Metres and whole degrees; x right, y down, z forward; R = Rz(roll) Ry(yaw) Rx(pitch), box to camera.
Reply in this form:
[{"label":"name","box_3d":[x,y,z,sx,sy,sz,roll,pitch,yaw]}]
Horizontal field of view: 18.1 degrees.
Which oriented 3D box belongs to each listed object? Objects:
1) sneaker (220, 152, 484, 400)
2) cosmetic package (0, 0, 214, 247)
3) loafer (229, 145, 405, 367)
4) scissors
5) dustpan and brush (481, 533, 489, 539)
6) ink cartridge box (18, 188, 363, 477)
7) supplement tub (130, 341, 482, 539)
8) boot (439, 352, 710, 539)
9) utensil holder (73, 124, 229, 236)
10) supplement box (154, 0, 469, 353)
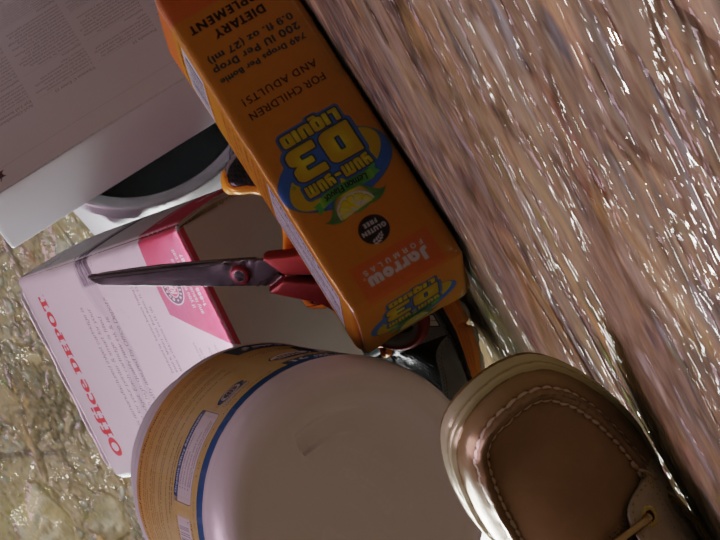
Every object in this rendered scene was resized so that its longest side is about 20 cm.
[{"label":"sneaker","box_3d":[0.000,0.000,1.209,0.200,0.077,0.078,57,175,-5]},{"label":"cosmetic package","box_3d":[-0.159,-0.125,1.349,0.151,0.199,0.052,56,177,40]},{"label":"loafer","box_3d":[0.003,-0.012,1.338,0.200,0.063,0.072,55,145,-3]},{"label":"scissors","box_3d":[-0.050,-0.005,1.177,0.014,0.199,0.073,-58,-25,-53]},{"label":"dustpan and brush","box_3d":[0.071,0.123,1.191,0.199,0.057,0.140,26,150,28]},{"label":"ink cartridge box","box_3d":[-0.102,0.036,1.358,0.200,0.083,0.147,-15,104,54]},{"label":"supplement tub","box_3d":[-0.035,0.111,1.163,0.145,0.144,0.200,59,163,-12]},{"label":"boot","box_3d":[0.112,0.130,0.804,0.200,0.072,0.155,55,180,-33]},{"label":"utensil holder","box_3d":[-0.125,-0.082,1.525,0.170,0.170,0.200,57,178,23]},{"label":"supplement box","box_3d":[-0.024,-0.062,1.115,0.200,0.066,0.069,57,172,16]}]
